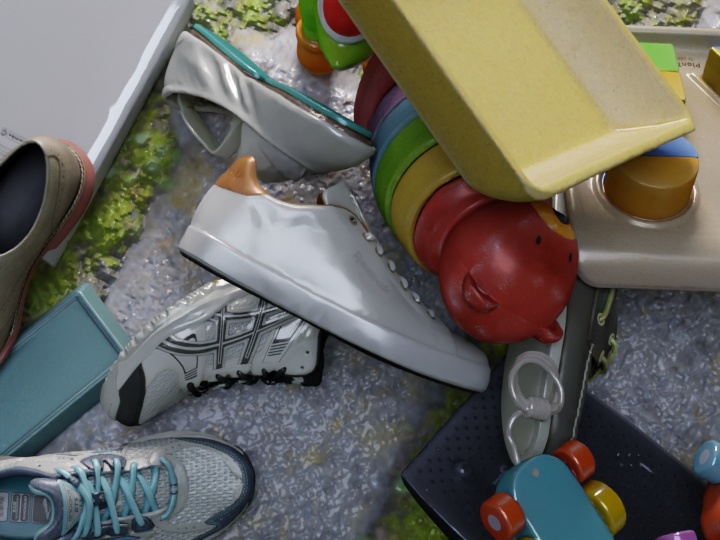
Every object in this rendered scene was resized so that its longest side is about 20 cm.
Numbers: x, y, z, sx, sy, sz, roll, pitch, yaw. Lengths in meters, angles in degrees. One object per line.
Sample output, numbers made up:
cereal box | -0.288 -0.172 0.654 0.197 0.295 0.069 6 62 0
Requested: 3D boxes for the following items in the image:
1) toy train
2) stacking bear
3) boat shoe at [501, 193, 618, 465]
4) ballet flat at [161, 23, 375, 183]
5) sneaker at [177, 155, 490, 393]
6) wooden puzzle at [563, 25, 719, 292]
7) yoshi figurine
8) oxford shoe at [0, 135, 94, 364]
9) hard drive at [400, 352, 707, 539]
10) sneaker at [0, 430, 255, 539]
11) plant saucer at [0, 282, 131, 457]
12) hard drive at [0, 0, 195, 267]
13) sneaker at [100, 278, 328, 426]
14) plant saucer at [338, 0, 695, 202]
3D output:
toy train | 0.148 0.131 0.735 0.198 0.056 0.152 23 60 -15
stacking bear | 0.067 -0.043 0.780 0.114 0.121 0.201 -41 40 21
boat shoe | 0.125 0.029 0.802 0.060 0.072 0.204 20 55 -13
ballet flat | -0.063 -0.092 0.835 0.069 0.070 0.200 -46 45 -8
sneaker | 0.000 0.000 0.777 0.198 0.073 0.085 29 83 -10
wooden puzzle | 0.212 -0.080 0.818 0.182 0.047 0.202 2 53 -3
yoshi figurine | 0.001 -0.205 0.819 0.112 0.201 0.112 -31 70 -14
oxford shoe | -0.239 0.002 0.823 0.070 0.075 0.202 27 89 8
hard drive | 0.132 0.150 0.788 0.199 0.043 0.135 38 58 14
sneaker | -0.160 0.142 0.797 0.197 0.086 0.079 -8 85 -5
plant saucer | -0.234 0.094 0.853 0.199 0.019 0.070 -39 79 -7
hard drive | -0.213 -0.121 0.896 0.131 0.027 0.202 25 80 8
sneaker | -0.066 0.045 0.828 0.199 0.076 0.088 -36 82 -3
plant saucer | 0.071 -0.126 0.729 0.048 0.199 0.201 -42 78 37
